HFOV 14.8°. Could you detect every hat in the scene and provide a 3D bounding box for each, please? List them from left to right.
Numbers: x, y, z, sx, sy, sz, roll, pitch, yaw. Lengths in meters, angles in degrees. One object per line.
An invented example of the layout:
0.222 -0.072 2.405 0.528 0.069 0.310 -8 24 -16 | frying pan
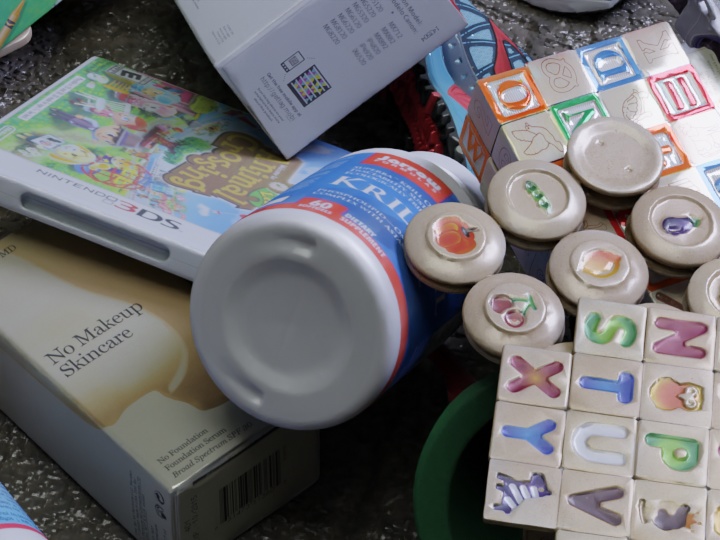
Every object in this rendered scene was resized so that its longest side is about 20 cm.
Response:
0.122 0.094 1.421 0.200 0.165 0.176 51 22 -2 | hat

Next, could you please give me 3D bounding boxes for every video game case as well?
-0.109 -0.056 1.543 0.181 0.022 0.200 21 25 11 | video game case

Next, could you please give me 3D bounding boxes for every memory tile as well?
0.127 0.018 1.327 0.153 0.017 0.200 -25 59 -24 | memory tile

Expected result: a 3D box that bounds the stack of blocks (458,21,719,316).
0.145 -0.018 1.411 0.114 0.059 0.201 -18 64 -19 | stack of blocks

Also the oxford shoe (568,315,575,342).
0.149 -0.014 1.498 0.071 0.071 0.201 21 53 -35 | oxford shoe

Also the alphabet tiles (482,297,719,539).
0.158 0.086 1.257 0.198 0.006 0.167 8 50 3 | alphabet tiles

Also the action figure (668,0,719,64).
0.234 -0.087 1.530 0.129 0.069 0.201 -20 74 -26 | action figure

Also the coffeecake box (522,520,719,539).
0.171 0.189 1.282 0.198 0.154 0.073 2 46 1 | coffeecake box

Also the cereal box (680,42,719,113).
0.222 -0.066 1.578 0.199 0.040 0.145 -16 69 -15 | cereal box

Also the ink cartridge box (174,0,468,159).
-0.022 -0.188 1.619 0.175 0.084 0.200 -36 37 4 | ink cartridge box

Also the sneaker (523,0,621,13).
0.097 -0.234 1.734 0.199 0.087 0.080 28 54 24 | sneaker

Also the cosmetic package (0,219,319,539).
-0.122 0.056 1.466 0.105 0.071 0.200 -34 55 -29 | cosmetic package

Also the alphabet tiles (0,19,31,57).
-0.293 -0.171 1.711 0.199 0.015 0.196 -29 52 -17 | alphabet tiles

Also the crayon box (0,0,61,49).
-0.222 -0.209 1.685 0.118 0.058 0.200 31 60 30 | crayon box

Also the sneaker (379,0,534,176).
0.069 -0.100 1.631 0.095 0.080 0.201 5 48 -20 | sneaker

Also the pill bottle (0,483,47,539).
-0.211 0.146 1.356 0.108 0.109 0.200 -28 52 -24 | pill bottle

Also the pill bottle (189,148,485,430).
0.000 0.000 1.425 0.111 0.113 0.200 17 21 16 | pill bottle
